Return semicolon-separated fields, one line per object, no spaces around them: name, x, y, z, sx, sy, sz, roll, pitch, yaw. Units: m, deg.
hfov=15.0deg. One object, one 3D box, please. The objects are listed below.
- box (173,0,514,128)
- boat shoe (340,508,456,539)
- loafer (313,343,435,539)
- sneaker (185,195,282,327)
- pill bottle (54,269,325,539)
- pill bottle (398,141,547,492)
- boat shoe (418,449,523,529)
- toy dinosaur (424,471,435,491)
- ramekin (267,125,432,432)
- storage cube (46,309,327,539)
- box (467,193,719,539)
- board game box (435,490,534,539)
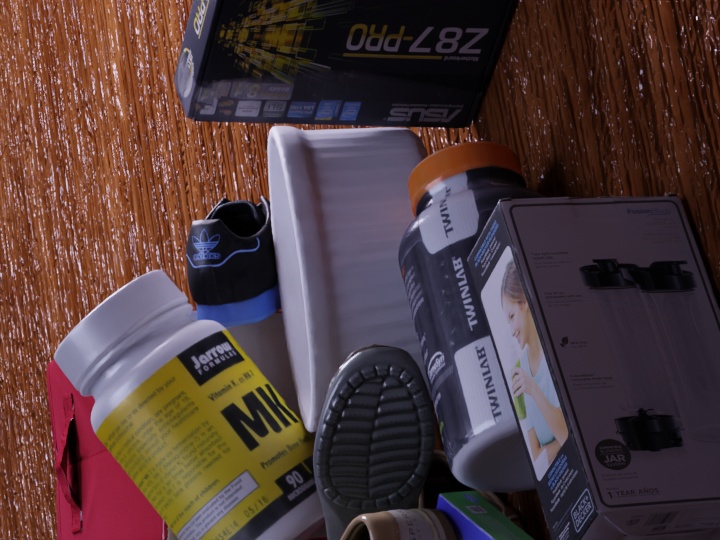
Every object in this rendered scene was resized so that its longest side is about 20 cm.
box;-0.005;-0.167;1.727;0.049;0.199;0.162;-111;31;-43
boat shoe;-0.019;0.217;1.617;0.200;0.066;0.074;-61;38;21
loafer;0.005;0.121;1.684;0.070;0.075;0.201;-98;10;-54
sneaker;-0.068;-0.020;1.937;0.200;0.070;0.078;-40;-55;-68
pill bottle;-0.107;0.106;1.820;0.200;0.114;0.114;50;147;8
pill bottle;0.083;0.023;1.641;0.106;0.106;0.201;122;140;-52
boat shoe;0.070;0.174;1.714;0.200;0.073;0.069;-135;43;-60
toy dinosaur;0.007;0.198;1.866;0.201;0.047;0.088;-66;-6;16
ramekin;0.000;0.000;1.790;0.200;0.097;0.201;172;90;-84
storage cube;-0.108;0.128;1.993;0.180;0.199;0.172;-26;65;58
box;0.142;0.056;1.492;0.060;0.116;0.201;117;144;-51
board game box;0.092;0.227;1.554;0.200;0.029;0.135;36;122;55
